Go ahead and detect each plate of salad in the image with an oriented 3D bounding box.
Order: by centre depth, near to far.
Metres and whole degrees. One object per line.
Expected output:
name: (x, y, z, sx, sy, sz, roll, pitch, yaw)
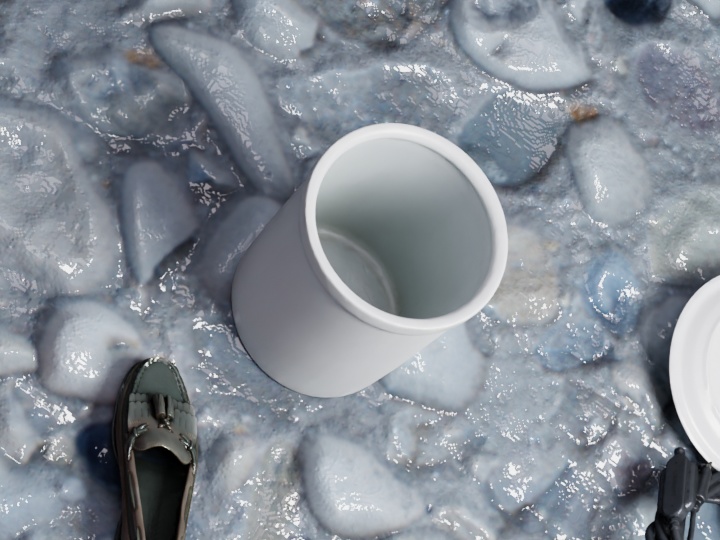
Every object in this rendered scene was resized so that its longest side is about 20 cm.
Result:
plate of salad: (0.356, 0.099, 1.846, 0.199, 0.048, 0.202, 6, 76, -25)

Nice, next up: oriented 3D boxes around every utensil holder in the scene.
utensil holder: (0.000, 0.000, 1.642, 0.169, 0.200, 0.171, 9, 66, -20)

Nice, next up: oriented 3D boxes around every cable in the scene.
cable: (0.307, 0.250, 1.727, 0.163, 0.051, 0.201, 41, 33, -20)

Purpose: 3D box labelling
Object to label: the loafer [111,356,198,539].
loafer: (-0.154, 0.159, 1.590, 0.071, 0.063, 0.201, 9, 67, -20)
